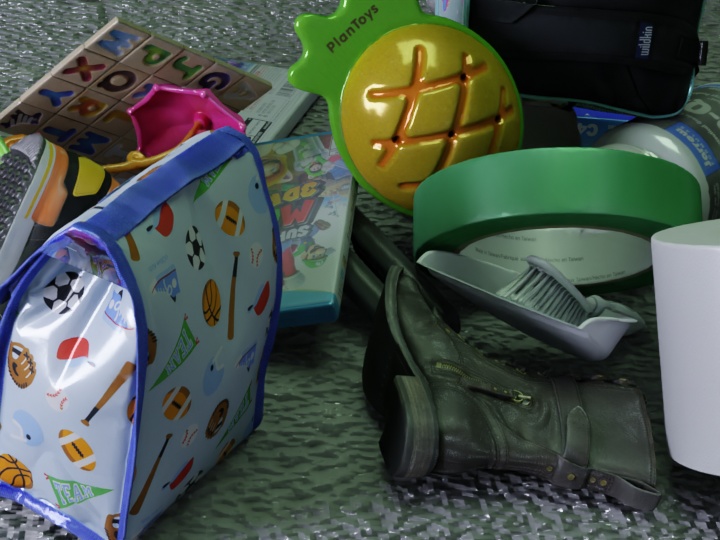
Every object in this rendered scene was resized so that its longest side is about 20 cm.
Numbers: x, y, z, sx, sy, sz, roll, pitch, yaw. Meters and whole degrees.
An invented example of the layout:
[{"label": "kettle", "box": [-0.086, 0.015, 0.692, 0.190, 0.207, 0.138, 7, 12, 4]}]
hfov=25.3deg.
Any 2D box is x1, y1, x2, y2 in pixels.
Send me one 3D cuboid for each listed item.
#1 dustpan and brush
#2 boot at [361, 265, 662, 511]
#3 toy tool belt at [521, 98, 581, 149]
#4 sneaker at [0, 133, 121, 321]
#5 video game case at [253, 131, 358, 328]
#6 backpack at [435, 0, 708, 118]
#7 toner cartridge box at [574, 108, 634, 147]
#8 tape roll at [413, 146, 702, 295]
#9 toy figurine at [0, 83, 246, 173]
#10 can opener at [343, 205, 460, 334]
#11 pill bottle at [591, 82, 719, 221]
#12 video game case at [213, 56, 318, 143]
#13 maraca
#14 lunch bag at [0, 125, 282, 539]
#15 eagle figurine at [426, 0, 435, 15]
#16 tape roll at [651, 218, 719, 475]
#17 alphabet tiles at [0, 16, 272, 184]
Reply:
[{"label": "dustpan and brush", "box": [0.144, 0.026, 1.092, 0.140, 0.057, 0.200, 23, -8, 38]}, {"label": "boot", "box": [0.096, 0.077, 1.025, 0.174, 0.069, 0.200, 6, 37, -12]}, {"label": "toy tool belt", "box": [0.078, -0.090, 1.310, 0.200, 0.125, 0.123, -11, -2, -34]}, {"label": "sneaker", "box": [-0.204, 0.023, 0.979, 0.090, 0.200, 0.070, 24, -3, -33]}, {"label": "video game case", "box": [-0.075, -0.028, 1.149, 0.143, 0.018, 0.200, -8, 40, 13]}, {"label": "backpack", "box": [0.155, -0.216, 1.232, 0.200, 0.176, 0.153, -1, 23, -23]}, {"label": "toner cartridge box", "box": [0.204, -0.164, 1.519, 0.095, 0.043, 0.200, 4, 28, 1]}, {"label": "tape roll", "box": [0.137, -0.030, 1.116, 0.200, 0.200, 0.048, 1, 73, 0]}, {"label": "toy figurine", "box": [-0.153, -0.053, 1.115, 0.184, 0.150, 0.200, -24, 60, -22]}, {"label": "can opener", "box": [0.000, 0.000, 1.168, 0.053, 0.067, 0.200, -30, 53, -17]}, {"label": "pill bottle", "box": [0.247, -0.074, 1.281, 0.114, 0.114, 0.200, 24, 34, 32]}, {"label": "video game case", "box": [-0.148, -0.150, 1.455, 0.182, 0.024, 0.200, 11, 29, 11]}, {"label": "maraca", "box": [0.035, -0.124, 1.146, 0.137, 0.200, 0.107, -45, 25, -3]}, {"label": "lunch bag", "box": [-0.127, 0.028, 0.920, 0.124, 0.200, 0.170, 23, 33, 15]}, {"label": "eagle figurine", "box": [0.078, -0.192, 1.450, 0.151, 0.152, 0.200, -38, 21, 9]}, {"label": "tape roll", "box": [0.283, 0.039, 0.978, 0.202, 0.139, 0.203, -6, 5, 1]}, {"label": "alphabet tiles", "box": [-0.188, -0.104, 1.182, 0.167, 0.200, 0.008, 16, 46, -53]}]
